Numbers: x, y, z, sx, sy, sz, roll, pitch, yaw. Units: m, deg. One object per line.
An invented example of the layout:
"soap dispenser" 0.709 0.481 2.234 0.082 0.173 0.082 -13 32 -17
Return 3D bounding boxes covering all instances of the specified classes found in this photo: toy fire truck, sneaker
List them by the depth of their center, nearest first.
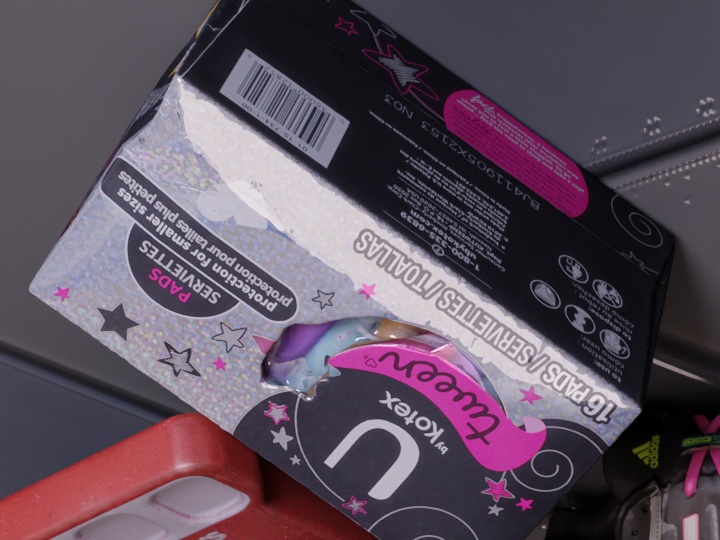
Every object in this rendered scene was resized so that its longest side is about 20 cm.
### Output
"sneaker" 0.140 0.083 0.987 0.087 0.074 0.200 33 128 -13
"toy fire truck" -0.095 0.122 1.008 0.199 0.113 0.168 -24 146 25

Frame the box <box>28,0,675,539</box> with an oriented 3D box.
"box" 0.000 0.000 0.940 0.199 0.132 0.115 35 121 -7
